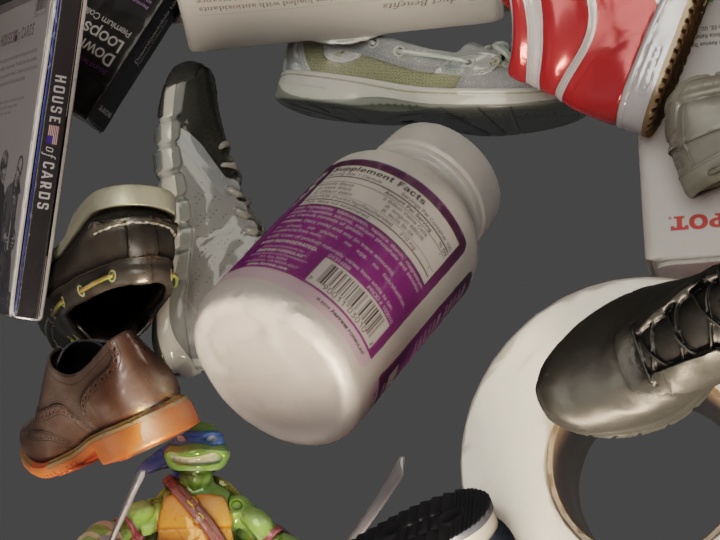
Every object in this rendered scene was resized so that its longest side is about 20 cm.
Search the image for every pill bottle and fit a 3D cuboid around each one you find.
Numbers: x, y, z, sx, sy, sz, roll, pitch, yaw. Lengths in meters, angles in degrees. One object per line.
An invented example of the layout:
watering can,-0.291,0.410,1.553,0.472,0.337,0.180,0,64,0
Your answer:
pill bottle,0.000,0.000,1.083,0.112,0.112,0.200,27,48,17

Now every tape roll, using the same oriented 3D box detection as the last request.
tape roll,0.165,0.115,1.042,0.202,0.139,0.203,-3,77,12

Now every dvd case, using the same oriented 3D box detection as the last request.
dvd case,-0.213,-0.072,1.153,0.025,0.150,0.200,9,88,-25

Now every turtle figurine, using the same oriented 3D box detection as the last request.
turtle figurine,-0.090,0.191,1.067,0.200,0.144,0.194,5,95,51

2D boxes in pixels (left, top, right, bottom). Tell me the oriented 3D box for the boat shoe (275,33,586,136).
boat shoe,0.045,-0.124,1.161,0.202,0.074,0.065,5,83,21

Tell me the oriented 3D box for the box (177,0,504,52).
box,-0.019,-0.256,1.138,0.199,0.131,0.200,-5,60,2

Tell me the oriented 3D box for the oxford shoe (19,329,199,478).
oxford shoe,-0.160,0.076,1.110,0.071,0.200,0.073,-25,92,-34

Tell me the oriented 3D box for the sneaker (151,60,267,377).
sneaker,-0.068,-0.032,1.171,0.115,0.075,0.200,0,87,8

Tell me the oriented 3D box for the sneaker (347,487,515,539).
sneaker,-0.002,0.188,0.978,0.200,0.070,0.082,-24,108,25

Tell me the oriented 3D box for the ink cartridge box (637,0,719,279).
ink cartridge box,0.238,-0.095,1.102,0.145,0.084,0.200,-4,76,12

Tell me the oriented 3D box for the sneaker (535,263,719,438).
sneaker,0.180,0.024,0.940,0.200,0.091,0.076,-25,75,8

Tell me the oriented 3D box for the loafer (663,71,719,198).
loafer,0.268,-0.083,1.016,0.200,0.070,0.070,-10,80,15

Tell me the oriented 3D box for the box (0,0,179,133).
box,-0.180,-0.212,1.251,0.143,0.036,0.200,30,87,18

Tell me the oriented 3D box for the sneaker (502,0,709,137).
sneaker,0.150,-0.186,1.064,0.112,0.071,0.200,21,85,16

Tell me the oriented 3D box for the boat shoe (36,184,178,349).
boat shoe,-0.156,0.016,1.114,0.072,0.201,0.061,1,67,-20
